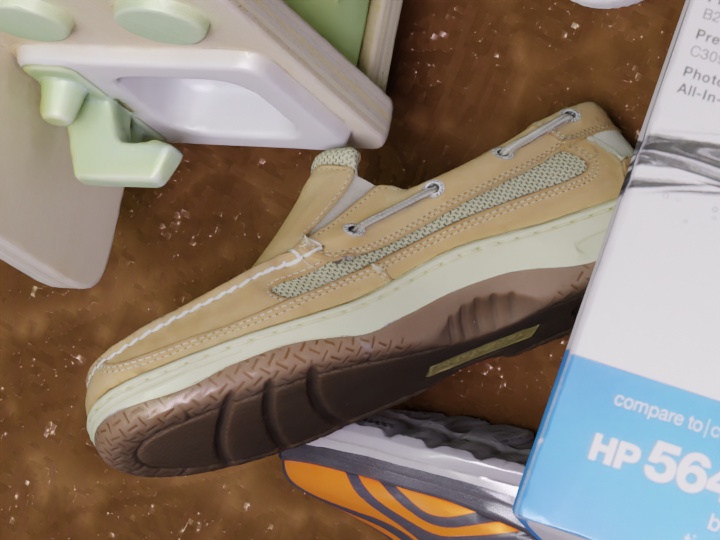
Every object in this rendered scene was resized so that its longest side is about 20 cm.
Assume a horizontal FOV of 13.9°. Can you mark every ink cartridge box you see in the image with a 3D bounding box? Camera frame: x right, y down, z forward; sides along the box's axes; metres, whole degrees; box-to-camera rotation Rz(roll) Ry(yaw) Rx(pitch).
[{"bbox_3d":[0.119,-0.004,0.809,0.084,0.146,0.201,18,82,15],"label":"ink cartridge box"}]

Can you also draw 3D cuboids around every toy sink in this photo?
[{"bbox_3d":[-0.055,-0.102,0.909,0.112,0.130,0.201,4,72,28],"label":"toy sink"}]

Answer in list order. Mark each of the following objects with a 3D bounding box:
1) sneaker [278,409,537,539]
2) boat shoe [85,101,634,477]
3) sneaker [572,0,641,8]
[{"bbox_3d":[0.054,0.113,0.921,0.199,0.077,0.113,17,99,26],"label":"sneaker"},{"bbox_3d":[0.000,0.000,0.903,0.076,0.199,0.072,64,155,17],"label":"boat shoe"},{"bbox_3d":[0.101,-0.169,0.880,0.075,0.088,0.200,39,109,20],"label":"sneaker"}]
